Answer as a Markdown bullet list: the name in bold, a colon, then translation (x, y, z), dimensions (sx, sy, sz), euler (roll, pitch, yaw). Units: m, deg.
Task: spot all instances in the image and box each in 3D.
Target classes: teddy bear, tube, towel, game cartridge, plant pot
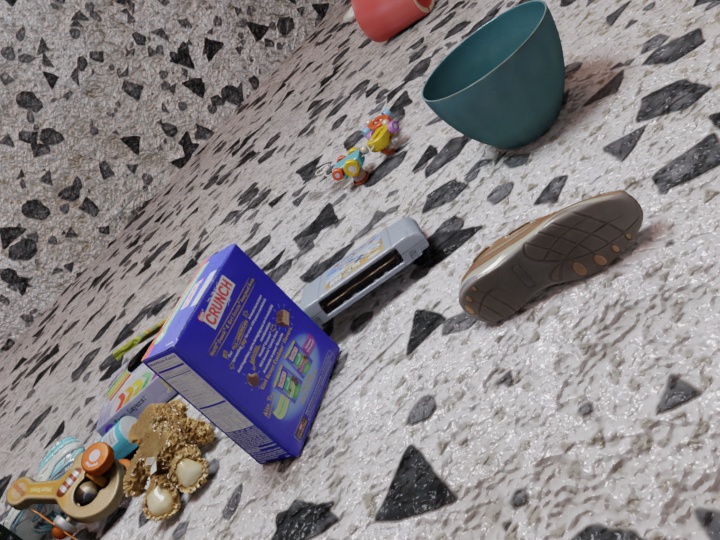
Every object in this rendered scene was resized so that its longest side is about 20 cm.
- **teddy bear**: translation (-0.258, 0.256, 0.958), dimensions (0.199, 0.067, 0.146), euler (10, 65, 54)
- **tube**: translation (-0.431, 0.313, 1.148), dimensions (0.199, 0.050, 0.078), euler (-40, 24, 19)
- **towel**: translation (-0.378, 0.107, 1.346), dimensions (0.086, 0.018, 0.200), euler (-31, 4, 35)
- **game cartridge**: translation (0.000, 0.000, 0.960), dimensions (0.199, 0.042, 0.133), euler (-35, 16, 7)
- **plant pot**: translation (0.201, -0.249, 0.973), dimensions (0.199, 0.135, 0.201), euler (-34, 25, 18)
- **plant pot**: translation (0.098, -0.756, 1.951), dimensions (0.175, 0.201, 0.202), euler (-7, 40, 38)

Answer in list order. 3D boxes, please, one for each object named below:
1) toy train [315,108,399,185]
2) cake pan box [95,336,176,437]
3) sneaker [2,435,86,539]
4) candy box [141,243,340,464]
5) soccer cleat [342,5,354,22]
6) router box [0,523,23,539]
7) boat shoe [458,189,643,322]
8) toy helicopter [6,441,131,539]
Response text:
- **toy train**: translation (0.011, -0.228, 1.348), dimensions (0.200, 0.056, 0.150), euler (-45, 22, -13)
- **cake pan box**: translation (-0.377, 0.190, 1.259), dimensions (0.183, 0.052, 0.200), euler (-38, 23, 6)
- **sneaker**: translation (-0.479, 0.365, 1.093), dimensions (0.202, 0.086, 0.077), euler (-61, -20, 4)
- **candy box**: translation (-0.133, 0.099, 0.834), dimensions (0.076, 0.200, 0.170), euler (-23, 30, 36)
- **soccer cleat**: translation (0.003, -1.018, 2.656), dimensions (0.199, 0.078, 0.070), euler (-39, 24, 11)
- **router box**: translation (-0.508, 0.419, 0.955), dimensions (0.199, 0.149, 0.051), euler (-30, 25, 28)
- **boat shoe**: translation (0.182, -0.025, 0.707), dimensions (0.198, 0.076, 0.072), euler (-30, 24, 25)
- **toy helicopter**: translation (-0.430, 0.330, 1.020), dimensions (0.197, 0.079, 0.134), euler (-8, 51, 17)
